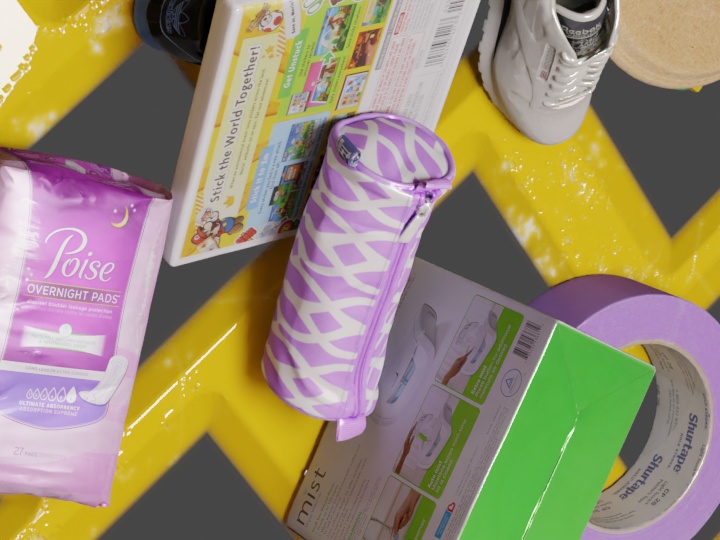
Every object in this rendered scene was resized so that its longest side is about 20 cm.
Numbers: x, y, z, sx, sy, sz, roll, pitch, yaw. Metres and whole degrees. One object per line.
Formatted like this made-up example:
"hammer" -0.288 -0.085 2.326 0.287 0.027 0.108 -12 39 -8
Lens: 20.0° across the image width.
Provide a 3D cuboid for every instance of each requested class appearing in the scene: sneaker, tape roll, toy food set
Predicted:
"sneaker" 0.125 -0.145 1.293 0.076 0.081 0.201 -27 142 -16
"tape roll" 0.174 0.108 1.428 0.198 0.065 0.202 -8 107 -29
"toy food set" 0.217 -0.220 1.379 0.199 0.049 0.199 32 86 -33
"sneaker" -0.034 -0.145 1.233 0.198 0.078 0.071 -2 104 -30

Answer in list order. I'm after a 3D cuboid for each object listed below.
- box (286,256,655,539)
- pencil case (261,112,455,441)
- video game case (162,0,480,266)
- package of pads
"box" 0.063 0.113 1.298 0.096 0.176 0.201 24 89 -33
"pencil case" 0.000 0.000 1.247 0.083 0.085 0.201 -19 139 -40
"video game case" -0.023 -0.098 1.218 0.181 0.023 0.201 -15 143 -32
"package of pads" -0.187 0.035 1.191 0.120 0.075 0.202 9 98 -34
